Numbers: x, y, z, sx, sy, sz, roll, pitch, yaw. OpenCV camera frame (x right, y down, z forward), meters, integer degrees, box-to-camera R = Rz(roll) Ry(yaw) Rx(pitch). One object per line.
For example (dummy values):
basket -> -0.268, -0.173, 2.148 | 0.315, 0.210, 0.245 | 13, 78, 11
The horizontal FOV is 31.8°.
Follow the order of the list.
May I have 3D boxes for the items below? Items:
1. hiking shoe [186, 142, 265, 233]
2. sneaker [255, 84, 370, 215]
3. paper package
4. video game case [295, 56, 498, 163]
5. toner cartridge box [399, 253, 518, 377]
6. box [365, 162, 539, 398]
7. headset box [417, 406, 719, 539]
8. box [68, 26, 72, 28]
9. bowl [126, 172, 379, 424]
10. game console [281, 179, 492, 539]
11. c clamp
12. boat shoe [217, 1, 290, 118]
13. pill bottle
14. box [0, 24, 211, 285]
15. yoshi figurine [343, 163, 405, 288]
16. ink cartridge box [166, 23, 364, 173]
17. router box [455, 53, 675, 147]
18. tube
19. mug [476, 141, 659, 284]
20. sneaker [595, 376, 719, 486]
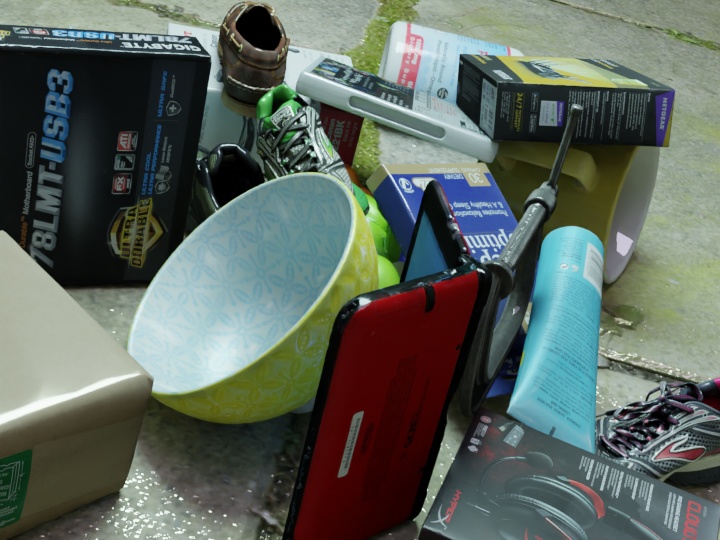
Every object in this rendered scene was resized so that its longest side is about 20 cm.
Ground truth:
hiking shoe -> -0.115, -0.072, 1.090 | 0.075, 0.102, 0.200 | -2, 35, -29
sneaker -> -0.053, -0.085, 1.037 | 0.077, 0.086, 0.200 | -29, 34, -1
paper package -> -0.261, 0.078, 0.775 | 0.199, 0.104, 0.190 | -17, 43, -44
video game case -> 0.035, -0.151, 1.159 | 0.180, 0.024, 0.200 | 20, 14, -2
toner cartridge box -> 0.095, 0.015, 1.103 | 0.094, 0.044, 0.201 | 6, 32, -19
box -> 0.094, 0.002, 1.000 | 0.120, 0.032, 0.202 | -4, 60, -41
headset box -> 0.140, 0.188, 0.808 | 0.198, 0.076, 0.149 | 22, 30, 11
box -> -0.247, -0.141, 1.153 | 0.082, 0.049, 0.200 | -40, 48, -3
bowl -> -0.059, 0.039, 0.907 | 0.108, 0.199, 0.201 | 49, 12, -34
game console -> 0.003, 0.063, 0.826 | 0.171, 0.202, 0.118 | -15, 40, -40
c clamp -> 0.104, -0.001, 0.872 | 0.027, 0.173, 0.200 | 17, 35, 13
boat shoe -> -0.098, -0.219, 1.205 | 0.069, 0.071, 0.201 | 7, 31, -12
pill bottle -> 0.119, -0.203, 1.408 | 0.197, 0.110, 0.109 | 12, 30, -5
box -> -0.225, -0.083, 0.960 | 0.196, 0.202, 0.050 | -2, 32, -28
yoshi figurine -> -0.005, -0.010, 1.044 | 0.111, 0.113, 0.200 | -10, 40, -24
ink cartridge box -> -0.106, -0.168, 1.268 | 0.197, 0.085, 0.145 | 8, 32, -13
router box -> 0.179, -0.158, 1.149 | 0.155, 0.053, 0.200 | 2, 16, -6
tube -> 0.152, 0.050, 0.943 | 0.077, 0.051, 0.201 | 28, 42, -11
mug -> 0.192, -0.094, 1.210 | 0.152, 0.188, 0.150 | 19, 54, 23
sneaker -> 0.218, 0.123, 0.953 | 0.198, 0.075, 0.081 | -11, 40, -36
